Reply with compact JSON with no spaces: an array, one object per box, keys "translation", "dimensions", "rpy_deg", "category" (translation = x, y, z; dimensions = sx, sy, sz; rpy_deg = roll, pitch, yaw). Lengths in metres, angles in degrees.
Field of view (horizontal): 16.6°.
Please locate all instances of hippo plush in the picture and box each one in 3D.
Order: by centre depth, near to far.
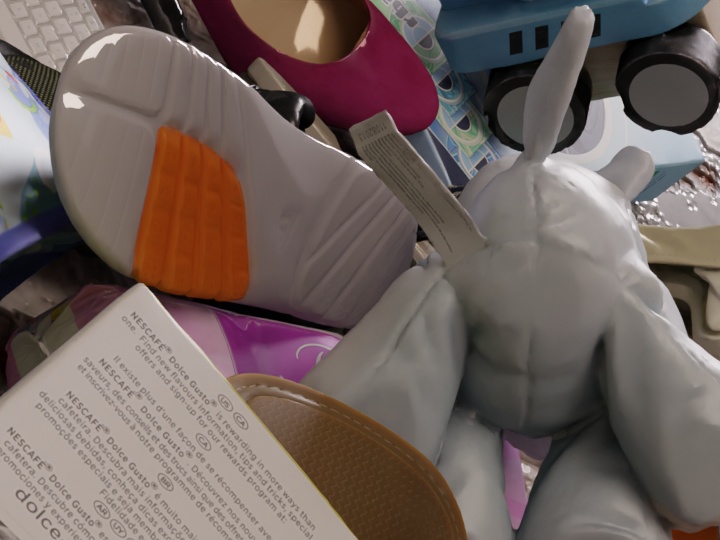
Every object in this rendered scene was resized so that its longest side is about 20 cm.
[{"translation":[0.048,0.023,0.876],"dimensions":[0.201,0.159,0.161],"rpy_deg":[62,6,-10],"category":"hippo plush"}]

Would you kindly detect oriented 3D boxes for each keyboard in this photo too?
[{"translation":[-0.116,-0.074,1.012],"dimensions":[0.056,0.011,0.201],"rpy_deg":[-14,72,-49],"category":"keyboard"}]

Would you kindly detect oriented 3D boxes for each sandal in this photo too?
[{"translation":[-0.056,-0.025,0.873],"dimensions":[0.206,0.059,0.080],"rpy_deg":[28,78,-54],"category":"sandal"}]

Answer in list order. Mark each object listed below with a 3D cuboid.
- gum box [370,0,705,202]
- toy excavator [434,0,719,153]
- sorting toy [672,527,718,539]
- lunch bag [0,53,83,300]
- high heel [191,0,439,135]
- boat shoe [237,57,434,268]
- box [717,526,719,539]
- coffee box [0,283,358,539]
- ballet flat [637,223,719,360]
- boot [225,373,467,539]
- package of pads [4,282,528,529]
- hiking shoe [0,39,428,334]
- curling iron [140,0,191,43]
[{"translation":[0.060,-0.110,1.190],"dimensions":[0.199,0.045,0.171],"rpy_deg":[-7,67,-46],"category":"gum box"},{"translation":[0.057,-0.156,1.094],"dimensions":[0.200,0.194,0.100],"rpy_deg":[63,30,-35],"category":"toy excavator"},{"translation":[0.204,0.126,1.134],"dimensions":[0.200,0.106,0.181],"rpy_deg":[-41,112,-51],"category":"sorting toy"},{"translation":[-0.191,-0.045,0.822],"dimensions":[0.170,0.127,0.200],"rpy_deg":[52,40,-1],"category":"lunch bag"},{"translation":[-0.035,-0.129,1.035],"dimensions":[0.199,0.096,0.068],"rpy_deg":[31,60,-16],"category":"high heel"},{"translation":[0.000,0.000,1.048],"dimensions":[0.200,0.057,0.067],"rpy_deg":[49,7,-10],"category":"boat shoe"},{"translation":[0.196,0.142,1.011],"dimensions":[0.137,0.040,0.201],"rpy_deg":[-10,95,-57],"category":"box"},{"translation":[-0.100,0.165,0.694],"dimensions":[0.200,0.200,0.198],"rpy_deg":[49,38,-3],"category":"coffee box"},{"translation":[0.137,0.013,1.097],"dimensions":[0.199,0.070,0.070],"rpy_deg":[5,46,7],"category":"ballet flat"},{"translation":[-0.017,0.139,0.801],"dimensions":[0.200,0.155,0.074],"rpy_deg":[47,35,-9],"category":"boot"},{"translation":[-0.029,0.080,0.894],"dimensions":[0.199,0.076,0.121],"rpy_deg":[13,54,-39],"category":"package of pads"},{"translation":[-0.067,-0.047,0.951],"dimensions":[0.200,0.101,0.076],"rpy_deg":[30,34,-24],"category":"hiking shoe"},{"translation":[-0.111,-0.188,1.091],"dimensions":[0.049,0.026,0.201],"rpy_deg":[-3,64,-44],"category":"curling iron"}]
